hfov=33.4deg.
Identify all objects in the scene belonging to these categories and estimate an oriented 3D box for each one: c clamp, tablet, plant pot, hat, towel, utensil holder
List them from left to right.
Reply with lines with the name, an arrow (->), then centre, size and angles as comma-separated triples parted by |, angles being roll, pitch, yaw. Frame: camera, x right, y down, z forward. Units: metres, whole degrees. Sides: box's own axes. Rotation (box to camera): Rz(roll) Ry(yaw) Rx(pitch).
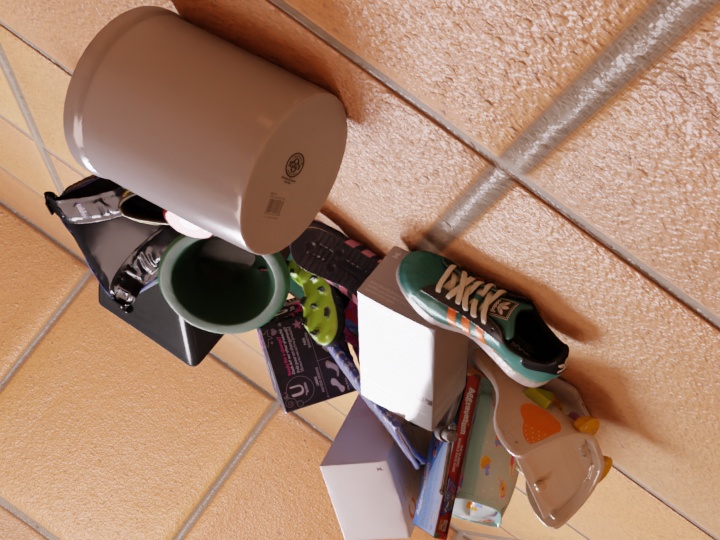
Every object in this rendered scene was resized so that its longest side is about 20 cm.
plant pot -> -0.273, -0.013, 1.818 | 0.199, 0.200, 0.177 | 33, 154, 15
utensil holder -> -0.136, -0.126, 1.082 | 0.200, 0.170, 0.170 | 27, 165, 23
hat -> -0.170, -0.027, 1.582 | 0.166, 0.200, 0.176 | 33, -147, -16
towel -> 0.011, 0.151, 1.518 | 0.200, 0.024, 0.145 | 51, 174, 33
c clamp -> 0.094, 0.170, 1.508 | 0.027, 0.171, 0.200 | 13, -175, -11
tablet -> 0.194, 0.130, 1.486 | 0.200, 0.014, 0.130 | 27, 164, 32

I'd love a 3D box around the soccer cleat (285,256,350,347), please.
soccer cleat -> -0.039, 0.030, 1.503 | 0.081, 0.068, 0.200 | 21, -155, -27

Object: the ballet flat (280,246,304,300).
ballet flat -> -0.097, -0.012, 1.650 | 0.200, 0.071, 0.065 | 34, -166, 18

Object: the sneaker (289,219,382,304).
sneaker -> 0.000, 0.000, 1.444 | 0.200, 0.070, 0.082 | 38, -170, -18

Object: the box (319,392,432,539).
box -> 0.034, 0.257, 1.636 | 0.097, 0.200, 0.124 | -8, 113, 22

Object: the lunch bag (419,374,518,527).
lunch bag -> 0.153, 0.242, 1.601 | 0.122, 0.170, 0.200 | 11, 162, 12

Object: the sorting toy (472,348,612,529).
sorting toy -> 0.197, 0.178, 1.423 | 0.180, 0.107, 0.200 | 50, 172, 39

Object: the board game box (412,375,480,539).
board game box -> 0.107, 0.227, 1.494 | 0.019, 0.200, 0.103 | 14, 175, -12

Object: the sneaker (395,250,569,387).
sneaker -> 0.130, 0.039, 1.222 | 0.200, 0.071, 0.080 | 35, 155, 1

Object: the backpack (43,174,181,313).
backpack -> -0.290, -0.072, 1.624 | 0.190, 0.154, 0.200 | -21, 110, 34

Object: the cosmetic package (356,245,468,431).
cosmetic package -> 0.061, 0.079, 1.355 | 0.107, 0.090, 0.200 | 25, 147, 24

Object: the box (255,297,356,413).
box -> -0.084, 0.111, 1.719 | 0.200, 0.115, 0.132 | -152, 44, -80

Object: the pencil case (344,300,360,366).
pencil case -> 0.022, 0.093, 1.635 | 0.088, 0.088, 0.200 | 31, 168, 20

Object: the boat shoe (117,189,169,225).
boat shoe -> -0.202, -0.086, 1.474 | 0.202, 0.060, 0.072 | 3, 129, 20

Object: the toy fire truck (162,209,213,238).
toy fire truck -> -0.164, -0.130, 1.314 | 0.168, 0.112, 0.200 | -11, 138, 39
